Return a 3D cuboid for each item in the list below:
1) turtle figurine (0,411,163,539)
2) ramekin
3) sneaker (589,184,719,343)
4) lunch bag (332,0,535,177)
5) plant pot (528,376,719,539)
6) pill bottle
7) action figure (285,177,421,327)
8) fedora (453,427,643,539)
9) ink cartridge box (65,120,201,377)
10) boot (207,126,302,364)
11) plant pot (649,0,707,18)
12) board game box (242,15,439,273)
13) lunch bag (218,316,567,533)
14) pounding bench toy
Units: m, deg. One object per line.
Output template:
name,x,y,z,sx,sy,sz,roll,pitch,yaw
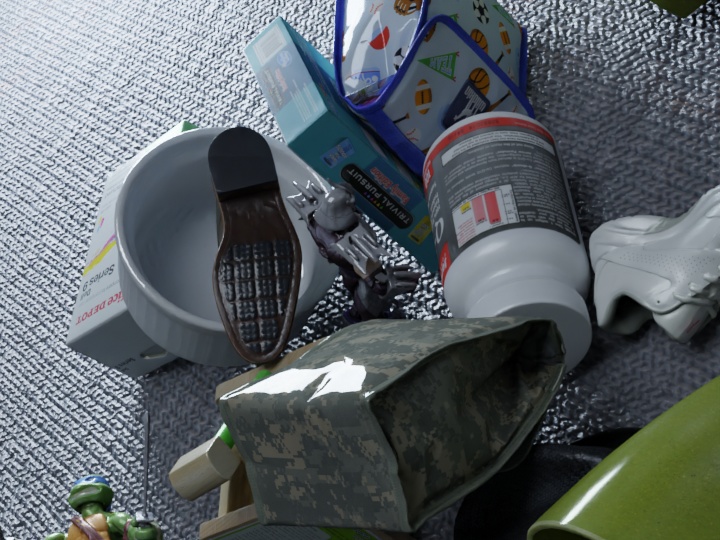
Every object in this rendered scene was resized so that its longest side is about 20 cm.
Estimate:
turtle figurine,-0.235,0.248,1.530,0.200,0.143,0.195,111,150,-61
ramekin,-0.119,-0.015,1.606,0.098,0.199,0.202,113,169,-58
sneaker,0.250,0.002,1.329,0.199,0.078,0.100,-21,53,45
lunch bag,0.063,-0.167,1.565,0.123,0.170,0.201,-20,46,31
plant pot,0.236,0.147,1.143,0.200,0.188,0.186,-47,36,-20
pill bottle,0.115,-0.018,1.433,0.115,0.116,0.201,-32,42,23
action figure,0.000,0.000,1.467,0.069,0.201,0.130,-24,47,-9
fedora,0.136,0.178,1.273,0.200,0.091,0.202,-26,45,29
ink cartridge box,-0.189,-0.018,1.742,0.145,0.087,0.202,-28,45,46
boot,-0.083,-0.007,1.498,0.074,0.097,0.202,-6,67,0
plant pot,0.274,-0.312,1.478,0.201,0.186,0.187,-58,36,14
board game box,-0.003,-0.104,1.553,0.047,0.200,0.151,-40,39,12
lunch bag,0.032,0.094,1.282,0.163,0.119,0.199,-6,18,47
pounding bench toy,-0.057,0.131,1.419,0.124,0.200,0.157,-24,46,30
